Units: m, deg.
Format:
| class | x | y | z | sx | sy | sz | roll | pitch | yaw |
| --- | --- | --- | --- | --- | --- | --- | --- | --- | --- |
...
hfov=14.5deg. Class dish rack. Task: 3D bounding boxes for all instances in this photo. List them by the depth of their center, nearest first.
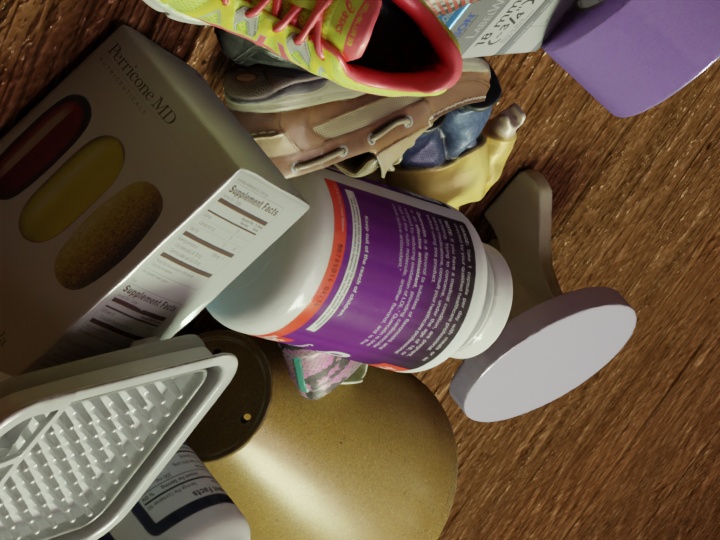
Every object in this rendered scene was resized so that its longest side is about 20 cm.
| class | x | y | z | sx | sy | sz | roll | pitch | yaw |
| --- | --- | --- | --- | --- | --- | --- | --- | --- | --- |
| dish rack | -0.171 | 0.099 | 1.494 | 0.200 | 0.044 | 0.172 | -12 | 146 | -52 |

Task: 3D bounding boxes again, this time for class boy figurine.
| class | x | y | z | sx | sy | sz | roll | pitch | yaw |
| --- | --- | --- | --- | --- | --- | --- | --- | --- | --- |
| boy figurine | 0.049 | -0.074 | 1.834 | 0.124 | 0.065 | 0.200 | -23 | 159 | -13 |

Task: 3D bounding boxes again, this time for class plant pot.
| class | x | y | z | sx | sy | sz | roll | pitch | yaw |
| --- | --- | --- | --- | --- | --- | --- | --- | --- | --- |
| plant pot | -0.057 | 0.118 | 1.934 | 0.186 | 0.186 | 0.200 | -42 | 148 | 6 |

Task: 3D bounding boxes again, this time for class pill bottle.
| class | x | y | z | sx | sy | sz | roll | pitch | yaw |
| --- | --- | --- | --- | --- | --- | --- | --- | --- | --- |
| pill bottle | 0.000 | 0.000 | 1.755 | 0.200 | 0.113 | 0.112 | 16 | 124 | -43 |
| pill bottle | -0.140 | 0.160 | 1.796 | 0.111 | 0.200 | 0.111 | -35 | 160 | -14 |

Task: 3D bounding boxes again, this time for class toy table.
| class | x | y | z | sx | sy | sz | roll | pitch | yaw |
| --- | --- | --- | --- | --- | --- | --- | --- | --- | --- |
| toy table | 0.106 | 0.029 | 2.100 | 0.184 | 0.117 | 0.200 | -45 | 160 | 16 |

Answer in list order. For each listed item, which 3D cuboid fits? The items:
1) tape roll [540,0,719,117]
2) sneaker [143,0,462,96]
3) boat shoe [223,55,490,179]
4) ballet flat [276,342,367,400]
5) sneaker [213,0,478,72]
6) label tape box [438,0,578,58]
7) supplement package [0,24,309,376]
| class | x | y | z | sx | sy | sz | roll | pitch | yaw |
| --- | --- | --- | --- | --- | --- | --- | --- | --- | --- |
| tape roll | 0.201 | -0.188 | 1.726 | 0.200 | 0.066 | 0.200 | -46 | -168 | 13 |
| sneaker | -0.028 | -0.139 | 1.409 | 0.200 | 0.090 | 0.078 | 20 | 97 | -31 |
| boat shoe | -0.002 | -0.091 | 1.660 | 0.200 | 0.076 | 0.072 | -12 | 104 | -41 |
| ballet flat | 0.001 | 0.034 | 1.894 | 0.200 | 0.069 | 0.071 | -37 | 130 | -57 |
| sneaker | 0.005 | -0.156 | 1.537 | 0.200 | 0.071 | 0.098 | -15 | 157 | -24 |
| label tape box | 0.075 | -0.191 | 1.628 | 0.144 | 0.063 | 0.200 | -50 | 159 | 28 |
| supplement package | -0.147 | -0.016 | 1.520 | 0.200 | 0.114 | 0.110 | -43 | 160 | 7 |
